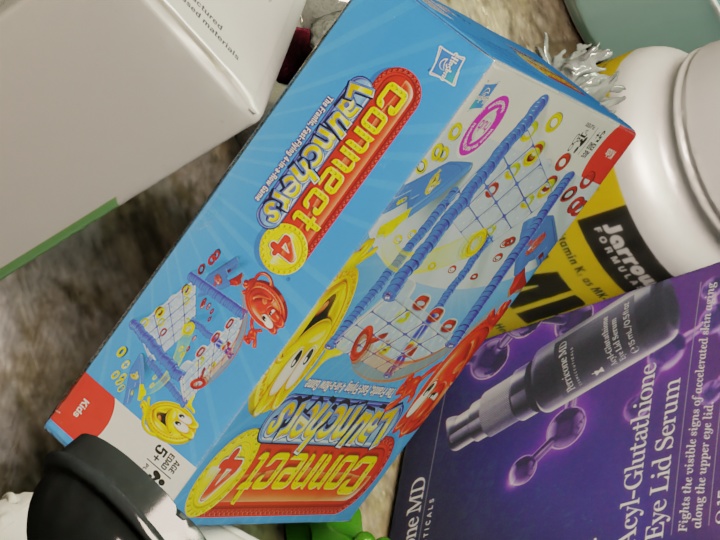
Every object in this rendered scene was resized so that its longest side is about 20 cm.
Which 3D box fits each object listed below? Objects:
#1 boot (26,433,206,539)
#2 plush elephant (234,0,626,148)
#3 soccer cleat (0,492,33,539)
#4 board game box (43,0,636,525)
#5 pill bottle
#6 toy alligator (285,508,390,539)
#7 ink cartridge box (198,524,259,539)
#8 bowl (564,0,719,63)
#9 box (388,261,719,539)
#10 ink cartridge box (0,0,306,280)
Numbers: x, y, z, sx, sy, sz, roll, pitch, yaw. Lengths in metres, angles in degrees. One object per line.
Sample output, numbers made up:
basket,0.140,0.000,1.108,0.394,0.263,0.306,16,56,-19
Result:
boot,-0.091,0.168,0.784,0.162,0.073,0.199,-35,119,-22
plush elephant,-0.011,-0.081,1.155,0.200,0.155,0.165,-31,146,-22
soccer cleat,-0.124,0.100,0.891,0.085,0.200,0.069,-64,163,-14
board game box,0.000,0.000,1.008,0.056,0.196,0.200,39,9,18
pill bottle,0.110,-0.034,1.233,0.114,0.200,0.115,26,55,-44
toy alligator,-0.006,0.134,1.129,0.059,0.054,0.201,24,56,-46
ink cartridge box,-0.073,0.197,0.987,0.146,0.084,0.201,35,48,-39
bowl,0.176,-0.168,1.461,0.201,0.105,0.201,25,56,-45
box,0.119,0.098,1.185,0.104,0.200,0.148,40,45,-35
ink cartridge box,-0.092,-0.107,1.019,0.088,0.145,0.200,48,33,-20
